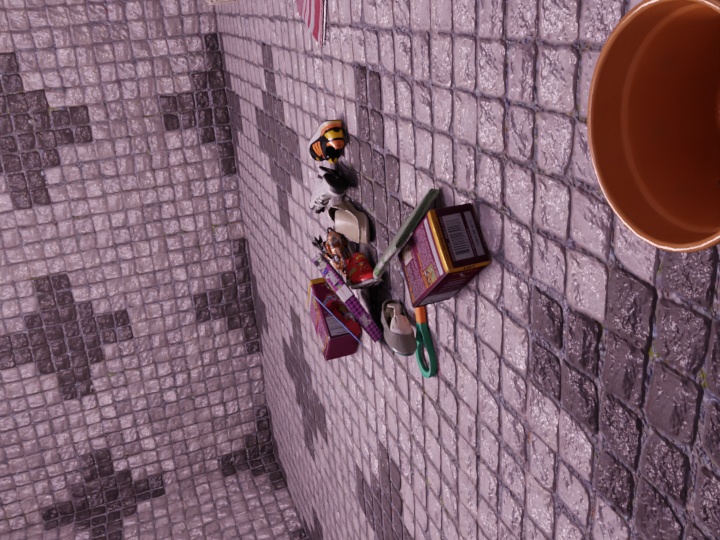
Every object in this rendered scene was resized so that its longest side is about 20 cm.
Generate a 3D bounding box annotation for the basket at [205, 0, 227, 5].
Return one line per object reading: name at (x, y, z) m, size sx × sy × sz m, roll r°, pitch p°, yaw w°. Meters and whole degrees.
basket at (-0.561, -1.126, 2.708) m, size 0.201 × 0.132 × 0.127 m, roll -128°, pitch 29°, yaw -55°

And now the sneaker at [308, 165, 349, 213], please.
sneaker at (-0.084, -0.196, 1.816) m, size 0.201 × 0.073 × 0.119 m, roll -121°, pitch 46°, yaw -67°

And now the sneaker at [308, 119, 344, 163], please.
sneaker at (-0.089, -0.316, 1.815) m, size 0.200 × 0.068 × 0.093 m, roll 134°, pitch 126°, yaw -67°

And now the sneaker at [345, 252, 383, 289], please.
sneaker at (0.000, 0.000, 1.727) m, size 0.199 × 0.075 × 0.088 m, roll -168°, pitch 72°, yaw -71°

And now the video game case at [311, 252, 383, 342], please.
video game case at (-0.032, 0.069, 1.745) m, size 0.182 × 0.036 × 0.201 m, roll 49°, pitch 175°, yaw 42°

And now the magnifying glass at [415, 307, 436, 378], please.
magnifying glass at (0.132, 0.131, 1.474) m, size 0.079 × 0.022 × 0.207 m, roll -153°, pitch 55°, yaw -69°

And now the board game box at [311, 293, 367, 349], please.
board game box at (-0.042, 0.115, 1.743) m, size 0.200 × 0.039 × 0.158 m, roll 44°, pitch 175°, yaw 4°

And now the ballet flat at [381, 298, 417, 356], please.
ballet flat at (0.080, 0.118, 1.519) m, size 0.201 × 0.065 × 0.066 m, roll -115°, pitch 23°, yaw -68°

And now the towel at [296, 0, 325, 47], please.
towel at (-0.129, -0.693, 1.792) m, size 0.147 × 0.022 × 0.202 m, roll 96°, pitch 156°, yaw -45°

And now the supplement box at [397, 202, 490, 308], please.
supplement box at (0.144, -0.022, 1.236) m, size 0.200 × 0.083 × 0.113 m, roll 123°, pitch 133°, yaw -65°

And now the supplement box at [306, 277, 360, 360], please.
supplement box at (-0.081, 0.135, 2.011) m, size 0.132 × 0.100 × 0.204 m, roll 105°, pitch 149°, yaw -54°

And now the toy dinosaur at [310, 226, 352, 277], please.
toy dinosaur at (-0.065, -0.044, 1.861) m, size 0.204 × 0.099 × 0.137 m, roll 96°, pitch 151°, yaw -42°

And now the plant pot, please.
plant pot at (0.306, -0.129, 0.576) m, size 0.199 × 0.136 × 0.207 m, roll 168°, pitch 90°, yaw -72°

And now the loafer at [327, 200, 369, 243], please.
loafer at (-0.030, -0.119, 1.754) m, size 0.200 × 0.066 × 0.078 m, roll -133°, pitch 36°, yaw -59°

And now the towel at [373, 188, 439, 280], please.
towel at (0.084, -0.067, 1.341) m, size 0.023 × 0.154 × 0.200 m, roll 34°, pitch 158°, yaw -1°
